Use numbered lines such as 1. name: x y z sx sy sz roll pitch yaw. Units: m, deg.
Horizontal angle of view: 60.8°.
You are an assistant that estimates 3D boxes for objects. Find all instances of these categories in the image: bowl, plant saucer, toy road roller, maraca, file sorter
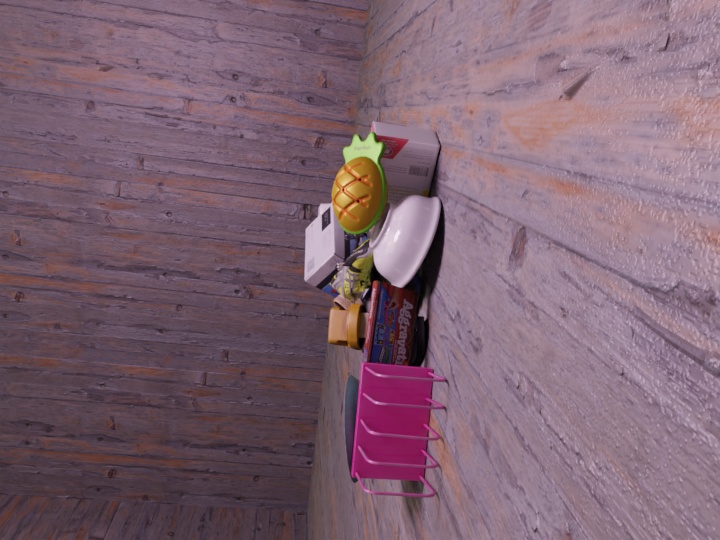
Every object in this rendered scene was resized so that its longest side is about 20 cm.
1. bowl: 0.076 -0.072 1.236 0.202 0.089 0.204 -90 26 -63
2. plant saucer: 0.001 0.309 1.209 0.200 0.035 0.206 -5 -90 -83
3. toy road roller: 0.005 0.139 1.472 0.200 0.142 0.127 43 -130 -72
4. maraca: 0.000 -0.175 1.234 0.134 0.106 0.206 3 87 39
5. file sorter: 0.069 0.276 1.071 0.125 0.135 0.206 172 104 -79

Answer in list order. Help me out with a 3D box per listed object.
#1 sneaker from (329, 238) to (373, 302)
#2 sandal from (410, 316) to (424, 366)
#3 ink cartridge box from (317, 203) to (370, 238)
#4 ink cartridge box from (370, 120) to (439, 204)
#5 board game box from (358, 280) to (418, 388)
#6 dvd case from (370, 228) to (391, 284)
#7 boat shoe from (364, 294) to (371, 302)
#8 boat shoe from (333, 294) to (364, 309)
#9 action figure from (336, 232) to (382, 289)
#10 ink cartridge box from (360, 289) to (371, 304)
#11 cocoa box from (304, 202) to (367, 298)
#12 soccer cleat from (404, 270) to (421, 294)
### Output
1. sneaker: 0.000 0.000 1.371 0.075 0.076 0.201 -43 -6 -33
2. sandal: 0.098 0.167 1.274 0.202 0.042 0.078 105 169 -51
3. ink cartridge box: -0.027 -0.119 1.834 0.087 0.194 0.150 34 -121 -72
4. ink cartridge box: 0.078 -0.202 1.326 0.084 0.141 0.204 -95 14 -56
5. board game box: 0.056 0.132 1.179 0.019 0.101 0.206 -12 66 56
6. dvd case: 0.066 -0.005 1.460 0.150 0.016 0.202 60 -168 -30
7. boat shoe: 0.045 0.086 1.612 0.062 0.074 0.202 46 150 24
8. boat shoe: 0.003 0.146 1.593 0.202 0.064 0.071 54 151 10
9. action figure: 0.009 -0.007 1.493 0.119 0.101 0.203 45 -158 -36
10. ink cartridge box: 0.039 0.009 1.667 0.197 0.042 0.204 119 167 -56
11. cocoa box: -0.063 -0.052 1.661 0.133 0.130 0.203 -39 36 31
12. soccer cleat: 0.098 0.075 1.341 0.084 0.063 0.203 -59 -16 -45
